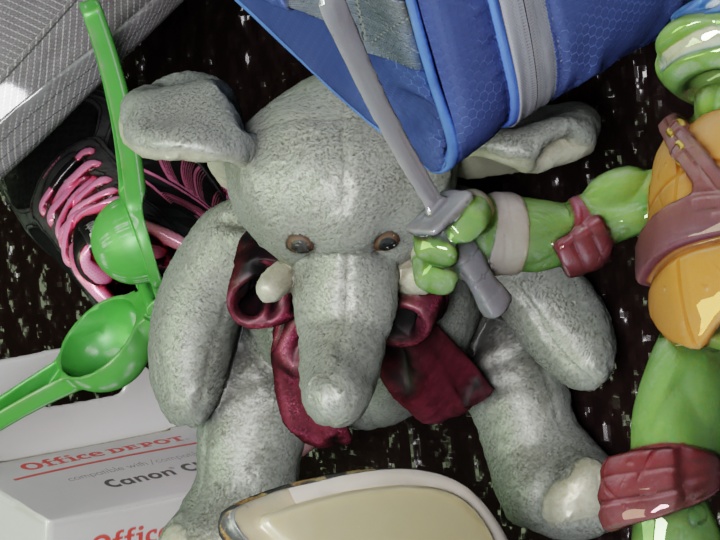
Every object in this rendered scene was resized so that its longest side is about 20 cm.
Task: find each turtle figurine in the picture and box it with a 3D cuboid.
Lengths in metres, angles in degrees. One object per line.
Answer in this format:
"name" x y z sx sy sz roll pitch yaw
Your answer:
"turtle figurine" 0.075 0.005 0.811 0.143 0.200 0.195 -9 73 13

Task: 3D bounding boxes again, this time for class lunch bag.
"lunch bag" 0.005 -0.135 0.922 0.200 0.132 0.136 42 156 44

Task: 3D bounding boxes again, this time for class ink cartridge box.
"ink cartridge box" -0.095 0.131 1.173 0.067 0.116 0.201 22 115 47

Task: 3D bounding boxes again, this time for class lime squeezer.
"lime squeezer" -0.098 -0.001 1.048 0.038 0.070 0.201 -89 21 -63

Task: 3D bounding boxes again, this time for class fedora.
"fedora" -0.135 -0.098 1.094 0.090 0.200 0.177 47 168 -12

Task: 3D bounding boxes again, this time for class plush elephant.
"plush elephant" 0.000 0.000 0.988 0.164 0.155 0.201 -2 79 9

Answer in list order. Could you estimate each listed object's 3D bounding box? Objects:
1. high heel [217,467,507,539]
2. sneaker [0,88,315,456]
"high heel" 0.004 0.123 0.998 0.142 0.199 0.072 -25 52 46
"sneaker" -0.085 -0.012 1.136 0.200 0.095 0.079 43 99 32
